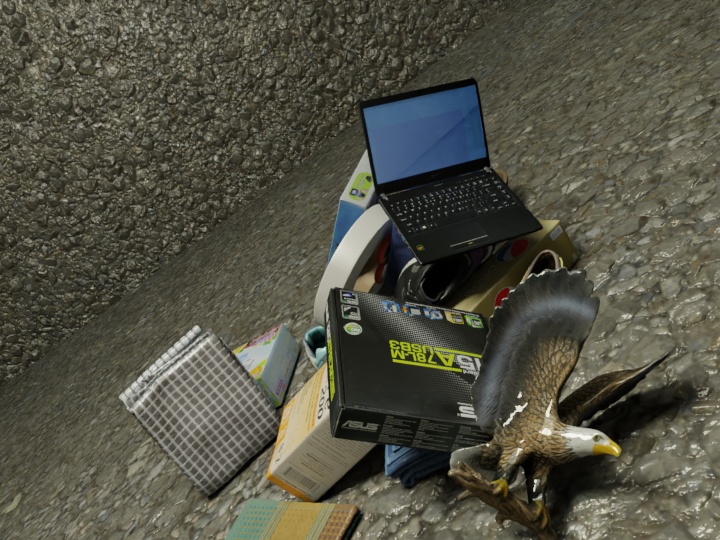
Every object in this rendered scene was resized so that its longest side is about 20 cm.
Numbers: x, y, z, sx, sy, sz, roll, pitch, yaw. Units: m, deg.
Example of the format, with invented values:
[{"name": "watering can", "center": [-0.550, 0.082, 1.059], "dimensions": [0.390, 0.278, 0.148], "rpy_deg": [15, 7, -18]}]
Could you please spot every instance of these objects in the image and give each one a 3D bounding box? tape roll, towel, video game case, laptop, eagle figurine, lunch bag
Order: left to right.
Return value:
[{"name": "towel", "center": [-0.224, 0.204, 0.999], "dimensions": [0.165, 0.201, 0.085], "rpy_deg": [-40, 20, -11]}, {"name": "towel", "center": [-0.099, 0.325, 0.776], "dimensions": [0.198, 0.022, 0.147], "rpy_deg": [-16, 29, 43]}, {"name": "video game case", "center": [-0.001, -0.086, 1.096], "dimensions": [0.202, 0.045, 0.183], "rpy_deg": [104, -172, -45]}, {"name": "tape roll", "center": [0.000, 0.000, 1.020], "dimensions": [0.204, 0.037, 0.204], "rpy_deg": [-54, -16, -23]}, {"name": "towel", "center": [0.076, 0.157, 0.813], "dimensions": [0.110, 0.049, 0.201], "rpy_deg": [-31, 19, 13]}, {"name": "lunch bag", "center": [0.126, -0.047, 0.990], "dimensions": [0.134, 0.203, 0.133], "rpy_deg": [23, 42, 17]}, {"name": "laptop", "center": [0.111, -0.128, 0.851], "dimensions": [0.174, 0.105, 0.202], "rpy_deg": [-16, 49, -17]}, {"name": "eagle figurine", "center": [0.167, 0.123, 0.597], "dimensions": [0.148, 0.152, 0.203], "rpy_deg": [19, 67, 23]}]

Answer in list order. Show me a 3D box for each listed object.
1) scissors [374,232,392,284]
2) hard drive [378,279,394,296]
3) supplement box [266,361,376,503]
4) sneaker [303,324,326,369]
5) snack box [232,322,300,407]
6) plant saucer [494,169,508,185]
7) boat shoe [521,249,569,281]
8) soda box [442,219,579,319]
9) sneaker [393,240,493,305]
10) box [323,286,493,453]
[{"name": "scissors", "center": [0.067, -0.044, 1.052], "dimensions": [0.014, 0.075, 0.200], "rpy_deg": [19, 32, 20]}, {"name": "hard drive", "center": [0.112, -0.001, 1.141], "dimensions": [0.198, 0.033, 0.140], "rpy_deg": [-36, 19, 3]}, {"name": "supplement box", "center": [-0.024, 0.167, 0.828], "dimensions": [0.200, 0.073, 0.127], "rpy_deg": [-49, 16, 26]}, {"name": "sneaker", "center": [-0.052, 0.114, 1.073], "dimensions": [0.077, 0.087, 0.200], "rpy_deg": [-42, 19, -7]}, {"name": "snack box", "center": [-0.211, 0.199, 1.191], "dimensions": [0.198, 0.068, 0.170], "rpy_deg": [-30, 19, 21]}, {"name": "plant saucer", "center": [0.171, -0.104, 1.182], "dimensions": [0.198, 0.030, 0.201], "rpy_deg": [-33, 19, 13]}, {"name": "boat shoe", "center": [0.203, 0.056, 0.805], "dimensions": [0.071, 0.060, 0.201], "rpy_deg": [-13, 30, 44]}, {"name": "soda box", "center": [0.192, 0.020, 0.903], "dimensions": [0.199, 0.065, 0.067], "rpy_deg": [-42, 20, -17]}, {"name": "sneaker", "center": [0.087, 0.018, 0.907], "dimensions": [0.088, 0.076, 0.201], "rpy_deg": [-45, -6, -46]}, {"name": "box", "center": [0.061, 0.103, 0.724], "dimensions": [0.194, 0.195, 0.048], "rpy_deg": [-99, 23, -59]}]
